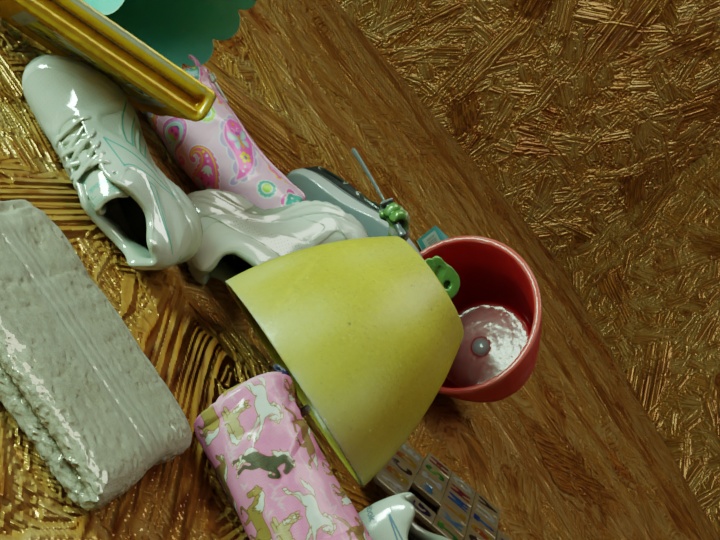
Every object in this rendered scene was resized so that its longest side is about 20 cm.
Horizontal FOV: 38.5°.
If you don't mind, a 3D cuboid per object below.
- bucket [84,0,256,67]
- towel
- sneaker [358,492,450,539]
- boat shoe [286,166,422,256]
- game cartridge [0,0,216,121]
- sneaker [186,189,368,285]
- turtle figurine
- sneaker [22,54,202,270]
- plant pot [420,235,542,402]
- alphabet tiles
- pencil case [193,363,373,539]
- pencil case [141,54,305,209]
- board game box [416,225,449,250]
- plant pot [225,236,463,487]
[{"bbox_3d":[-0.213,-0.294,1.017,0.135,0.207,0.207,50,14,12],"label":"bucket"},{"bbox_3d":[-0.188,0.045,0.630,0.201,0.034,0.132,55,16,3],"label":"towel"},{"bbox_3d":[0.058,0.261,0.795,0.201,0.087,0.075,52,13,-11],"label":"sneaker"},{"bbox_3d":[0.000,-0.055,1.186,0.199,0.070,0.066,34,34,14],"label":"boat shoe"},{"bbox_3d":[-0.222,-0.182,0.847,0.175,0.033,0.200,33,-6,-26],"label":"game cartridge"},{"bbox_3d":[-0.078,-0.010,0.954,0.198,0.078,0.100,3,59,-27],"label":"sneaker"},{"bbox_3d":[0.000,0.000,1.051,0.193,0.143,0.202,23,-47,62],"label":"turtle figurine"},{"bbox_3d":[-0.202,-0.086,0.817,0.201,0.070,0.080,53,17,-5],"label":"sneaker"},{"bbox_3d":[0.143,0.079,1.310,0.202,0.199,0.177,60,5,25],"label":"plant pot"},{"bbox_3d":[0.094,0.234,1.015,0.167,0.008,0.200,39,9,6],"label":"alphabet tiles"},{"bbox_3d":[-0.039,0.170,0.718,0.201,0.086,0.083,59,-22,19],"label":"pencil case"},{"bbox_3d":[-0.139,-0.117,1.043,0.201,0.087,0.087,53,15,1],"label":"pencil case"},{"bbox_3d":[0.192,0.029,1.821,0.200,0.047,0.152,39,21,-46],"label":"board game box"},{"bbox_3d":[0.001,0.053,0.852,0.201,0.141,0.200,54,-8,11],"label":"plant pot"}]
